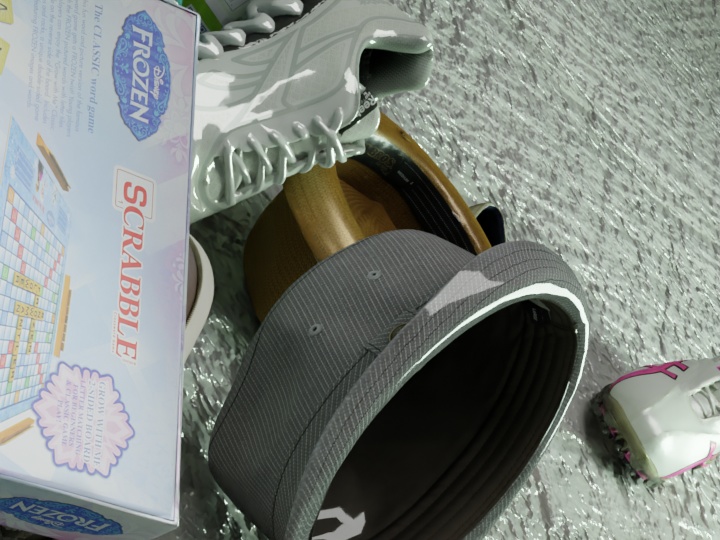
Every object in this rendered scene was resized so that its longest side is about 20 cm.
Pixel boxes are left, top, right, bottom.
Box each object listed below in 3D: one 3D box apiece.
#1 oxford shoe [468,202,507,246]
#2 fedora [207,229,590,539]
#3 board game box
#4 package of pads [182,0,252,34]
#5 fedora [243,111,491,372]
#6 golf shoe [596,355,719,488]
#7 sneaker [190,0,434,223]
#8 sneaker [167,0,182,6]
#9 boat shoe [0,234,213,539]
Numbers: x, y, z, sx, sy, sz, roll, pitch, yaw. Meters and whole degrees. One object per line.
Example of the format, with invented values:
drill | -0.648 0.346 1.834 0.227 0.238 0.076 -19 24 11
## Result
oxford shoe | 0.057 0.036 1.179 0.070 0.075 0.200 39 26 -37
fedora | 0.005 0.059 0.939 0.090 0.200 0.177 34 -13 30
board game box | -0.146 -0.026 0.734 0.199 0.041 0.201 21 58 -35
package of pads | -0.099 -0.184 1.125 0.155 0.068 0.200 54 4 -4
fedora | 0.000 0.000 1.100 0.201 0.082 0.201 45 23 -24
golf shoe | 0.212 0.083 1.426 0.073 0.092 0.200 60 23 10
sneaker | -0.043 -0.068 0.992 0.081 0.075 0.200 32 55 20
sneaker | -0.112 -0.114 0.916 0.077 0.080 0.200 35 -12 -14
boat shoe | -0.105 0.028 0.849 0.060 0.072 0.200 49 27 -24
